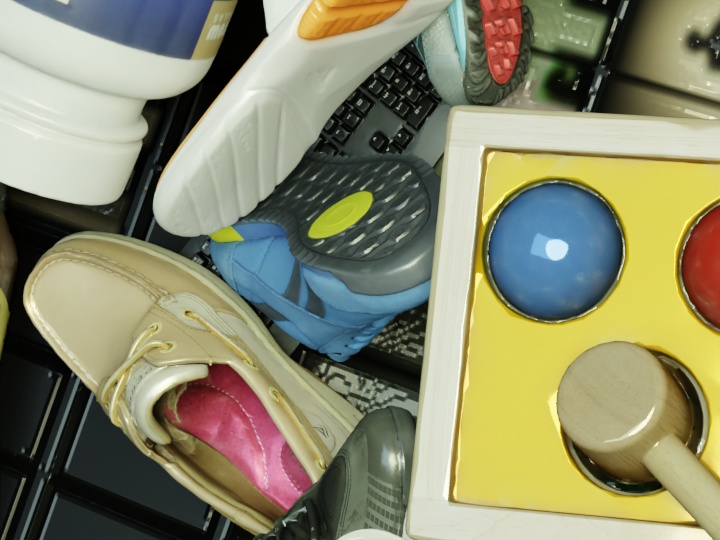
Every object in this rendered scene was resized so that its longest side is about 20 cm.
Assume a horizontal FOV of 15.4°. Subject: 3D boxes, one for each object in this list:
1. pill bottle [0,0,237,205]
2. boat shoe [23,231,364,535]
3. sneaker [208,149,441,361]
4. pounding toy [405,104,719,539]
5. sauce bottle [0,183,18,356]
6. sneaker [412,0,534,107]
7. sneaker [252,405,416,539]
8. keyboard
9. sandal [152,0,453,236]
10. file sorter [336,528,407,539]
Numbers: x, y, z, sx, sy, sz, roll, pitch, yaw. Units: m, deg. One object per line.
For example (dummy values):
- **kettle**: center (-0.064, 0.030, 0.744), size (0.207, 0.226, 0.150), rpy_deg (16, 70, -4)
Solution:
- **pill bottle**: center (-0.102, -0.135, 1.061), size (0.119, 0.120, 0.201), rpy_deg (31, 107, 28)
- **boat shoe**: center (-0.072, 0.050, 1.140), size (0.200, 0.069, 0.074), rpy_deg (34, 109, 19)
- **sneaker**: center (0.000, 0.000, 1.075), size (0.066, 0.079, 0.200), rpy_deg (-38, 19, -17)
- **pounding toy**: center (0.115, 0.049, 0.940), size (0.183, 0.142, 0.201), rpy_deg (4, 82, 16)
- **sauce bottle**: center (-0.195, 0.021, 1.227), size (0.064, 0.065, 0.201), rpy_deg (7, 84, 27)
- **sneaker**: center (0.008, -0.141, 1.155), size (0.095, 0.079, 0.201), rpy_deg (-31, 59, 17)
- **sneaker**: center (-0.033, 0.134, 1.064), size (0.067, 0.090, 0.200), rpy_deg (-105, 30, -48)
- **keyboard**: center (-0.041, -0.034, 1.176), size (0.104, 0.040, 0.200), rpy_deg (41, 98, 26)
- **sandal**: center (-0.022, -0.105, 1.061), size (0.207, 0.079, 0.059), rpy_deg (-46, 64, 7)
- **file sorter**: center (0.059, 0.186, 0.996), size (0.138, 0.200, 0.125), rpy_deg (22, 86, 28)
